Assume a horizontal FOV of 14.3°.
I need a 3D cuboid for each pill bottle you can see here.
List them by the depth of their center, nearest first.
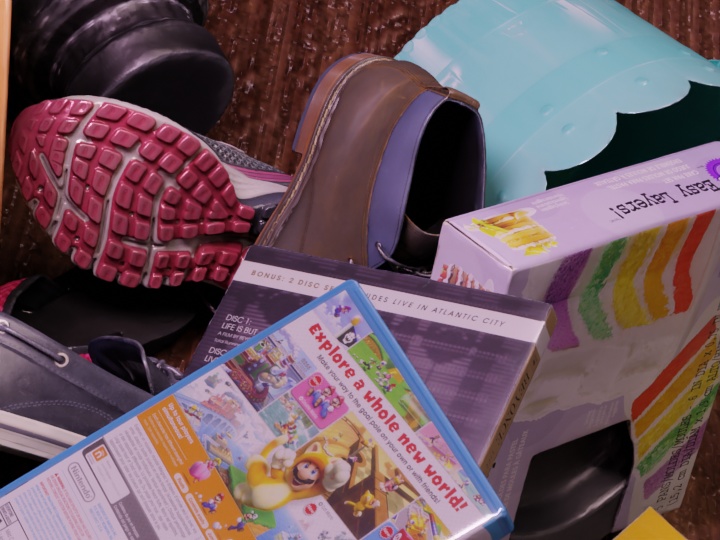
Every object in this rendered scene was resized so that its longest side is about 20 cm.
[{"bbox_3d":[-0.145,-0.150,1.444,0.112,0.112,0.200,-8,53,-38],"label":"pill bottle"}]

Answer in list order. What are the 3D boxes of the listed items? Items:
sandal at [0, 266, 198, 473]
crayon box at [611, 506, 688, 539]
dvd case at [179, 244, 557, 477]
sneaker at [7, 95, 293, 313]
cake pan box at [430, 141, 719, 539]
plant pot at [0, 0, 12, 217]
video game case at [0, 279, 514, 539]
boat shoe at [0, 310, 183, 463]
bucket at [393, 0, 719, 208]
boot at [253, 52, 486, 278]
[{"bbox_3d":[-0.141,0.029,1.308,0.075,0.045,0.200,41,40,10],"label":"sandal"},{"bbox_3d":[0.166,0.214,1.307,0.200,0.052,0.126,43,40,13],"label":"crayon box"},{"bbox_3d":[-0.022,0.084,1.179,0.148,0.016,0.200,11,60,28],"label":"dvd case"},{"bbox_3d":[-0.086,-0.028,1.362,0.200,0.081,0.075,26,8,-37],"label":"sneaker"},{"bbox_3d":[0.095,0.050,1.323,0.184,0.201,0.052,-13,40,-39],"label":"cake pan box"},{"bbox_3d":[-0.228,-0.094,1.285,0.139,0.200,0.201,2,45,-8],"label":"plant pot"},{"bbox_3d":[-0.056,0.103,1.156,0.200,0.018,0.143,-31,50,-3],"label":"video game case"},{"bbox_3d":[-0.101,0.062,1.251,0.200,0.075,0.062,20,79,-34],"label":"boat shoe"},{"bbox_3d":[0.099,-0.038,1.413,0.207,0.208,0.135,-7,39,-37],"label":"bucket"},{"bbox_3d":[0.000,0.000,1.309,0.074,0.201,0.097,11,1,-28],"label":"boot"}]
